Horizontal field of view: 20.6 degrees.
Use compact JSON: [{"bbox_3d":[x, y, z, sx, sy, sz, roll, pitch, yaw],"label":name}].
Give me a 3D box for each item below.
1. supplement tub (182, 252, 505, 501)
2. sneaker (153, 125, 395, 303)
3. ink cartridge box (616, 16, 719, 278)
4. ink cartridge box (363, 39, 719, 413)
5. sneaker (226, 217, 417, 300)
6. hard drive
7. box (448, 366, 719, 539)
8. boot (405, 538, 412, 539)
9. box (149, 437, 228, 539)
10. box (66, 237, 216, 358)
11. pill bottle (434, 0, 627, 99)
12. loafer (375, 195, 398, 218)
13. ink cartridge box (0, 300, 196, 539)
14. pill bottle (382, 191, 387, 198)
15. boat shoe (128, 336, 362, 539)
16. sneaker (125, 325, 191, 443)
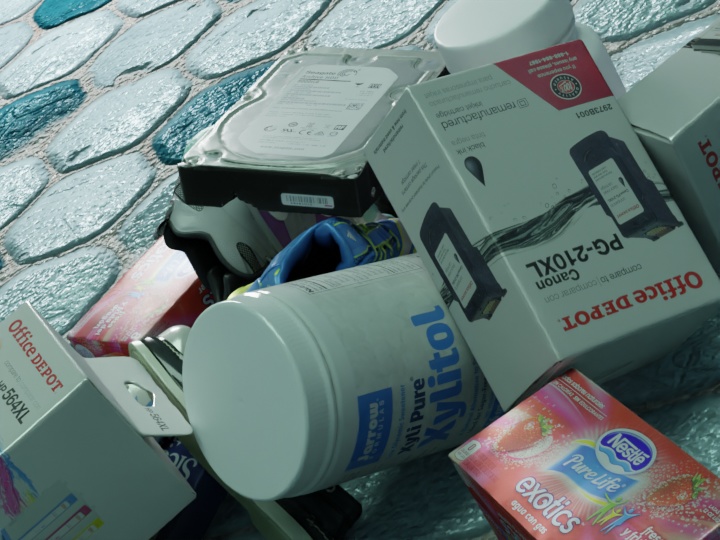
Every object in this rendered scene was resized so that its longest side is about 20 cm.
[{"bbox_3d":[0.002,0.063,1.264,0.200,0.132,0.132,-14,13,-40],"label":"supplement tub"},{"bbox_3d":[-0.062,-0.004,1.481,0.140,0.200,0.078,-67,10,-23],"label":"sneaker"},{"bbox_3d":[0.278,-0.097,1.317,0.200,0.145,0.084,-39,29,-13],"label":"ink cartridge box"},{"bbox_3d":[0.116,-0.029,1.244,0.145,0.200,0.084,-18,-18,-30],"label":"ink cartridge box"},{"bbox_3d":[0.000,0.000,1.375,0.200,0.076,0.105,-29,-11,-35],"label":"sneaker"},{"bbox_3d":[-0.026,-0.104,1.421,0.139,0.038,0.200,6,32,24],"label":"hard drive"},{"bbox_3d":[0.145,0.149,1.097,0.095,0.103,0.200,-34,27,-9],"label":"box"},{"bbox_3d":[0.055,0.225,1.111,0.097,0.075,0.200,-51,25,-11],"label":"boot"},{"bbox_3d":[-0.135,0.138,1.403,0.121,0.032,0.200,9,65,50],"label":"box"},{"bbox_3d":[-0.118,0.025,1.551,0.095,0.100,0.200,4,44,47],"label":"box"},{"bbox_3d":[0.137,-0.106,1.408,0.113,0.200,0.113,-24,29,14],"label":"pill bottle"},{"bbox_3d":[-0.015,-0.060,1.641,0.063,0.072,0.200,-46,18,14],"label":"loafer"},{"bbox_3d":[-0.214,0.128,1.261,0.200,0.125,0.129,-42,36,-6],"label":"ink cartridge box"},{"bbox_3d":[0.061,-0.100,1.559,0.120,0.120,0.200,-34,28,-6],"label":"pill bottle"},{"bbox_3d":[-0.075,0.109,1.321,0.066,0.075,0.199,-37,66,-19],"label":"boat shoe"},{"bbox_3d":[-0.192,0.109,1.401,0.200,0.072,0.072,-43,33,6],"label":"sneaker"}]
